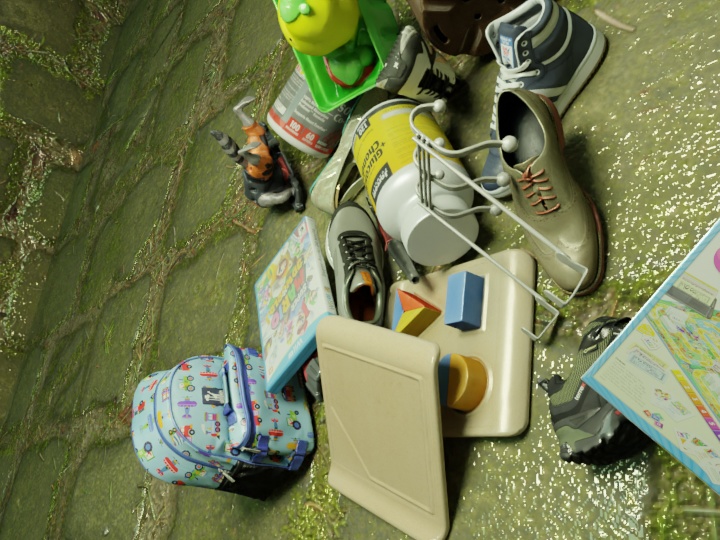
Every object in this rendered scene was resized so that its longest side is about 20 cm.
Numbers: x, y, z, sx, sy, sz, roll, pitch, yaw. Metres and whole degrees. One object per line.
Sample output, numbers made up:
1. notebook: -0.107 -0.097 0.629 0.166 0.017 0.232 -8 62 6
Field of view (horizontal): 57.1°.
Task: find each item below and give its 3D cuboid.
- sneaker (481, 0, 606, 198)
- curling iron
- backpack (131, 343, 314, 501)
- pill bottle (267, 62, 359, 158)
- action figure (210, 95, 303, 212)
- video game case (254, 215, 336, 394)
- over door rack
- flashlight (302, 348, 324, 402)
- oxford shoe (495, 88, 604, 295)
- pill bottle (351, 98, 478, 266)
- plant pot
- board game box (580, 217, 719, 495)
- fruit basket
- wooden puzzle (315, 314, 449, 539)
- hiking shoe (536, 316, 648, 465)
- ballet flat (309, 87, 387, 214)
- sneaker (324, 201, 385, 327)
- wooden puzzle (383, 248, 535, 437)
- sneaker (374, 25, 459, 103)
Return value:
1. sneaker: 0.158 -0.180 0.680 0.200 0.108 0.070 -60 35 10
2. curling iron: 0.037 -0.040 0.803 0.026 0.050 0.200 -23 35 4
3. backpack: -0.180 0.185 0.848 0.135 0.200 0.183 -46 39 32
4. pill bottle: -0.045 -0.281 1.002 0.200 0.116 0.116 -54 37 19
5. action figure: -0.172 -0.182 1.071 0.105 0.194 0.200 -22 54 -9
6. video game case: -0.090 0.040 0.861 0.143 0.018 0.200 -50 35 27
7. over door rack: 0.121 -0.045 0.579 0.067 0.148 0.200 -36 72 -4
8. flashlight: -0.066 0.104 0.869 0.200 0.068 0.068 34 102 60
9. oxford shoe: 0.162 -0.071 0.603 0.070 0.075 0.200 -25 76 32
10. pill bottle: 0.063 -0.102 0.761 0.112 0.112 0.200 -47 39 26
11. plant pot: 0.118 -0.376 0.785 0.200 0.200 0.198 -38 51 35
12. board game box: 0.255 0.080 0.390 0.200 0.034 0.135 43 109 23
13. fruit basket: -0.048 -0.309 0.822 0.155 0.215 0.216 -14 60 46
14. wooden puzzle: 0.023 0.156 0.688 0.185 0.037 0.200 10 106 50
15. hiking shoe: 0.213 0.063 0.500 0.200 0.076 0.101 -45 44 30
16. ballet flat: -0.001 -0.168 0.945 0.062 0.067 0.200 38 108 26
17. sneaker: 0.000 0.000 0.804 0.079 0.074 0.200 110 156 -61
18. wooden puzzle: 0.084 0.078 0.691 0.200 0.046 0.185 -16 59 48
19. sneaker: 0.075 -0.234 0.778 0.074 0.080 0.200 -57 -4 23
